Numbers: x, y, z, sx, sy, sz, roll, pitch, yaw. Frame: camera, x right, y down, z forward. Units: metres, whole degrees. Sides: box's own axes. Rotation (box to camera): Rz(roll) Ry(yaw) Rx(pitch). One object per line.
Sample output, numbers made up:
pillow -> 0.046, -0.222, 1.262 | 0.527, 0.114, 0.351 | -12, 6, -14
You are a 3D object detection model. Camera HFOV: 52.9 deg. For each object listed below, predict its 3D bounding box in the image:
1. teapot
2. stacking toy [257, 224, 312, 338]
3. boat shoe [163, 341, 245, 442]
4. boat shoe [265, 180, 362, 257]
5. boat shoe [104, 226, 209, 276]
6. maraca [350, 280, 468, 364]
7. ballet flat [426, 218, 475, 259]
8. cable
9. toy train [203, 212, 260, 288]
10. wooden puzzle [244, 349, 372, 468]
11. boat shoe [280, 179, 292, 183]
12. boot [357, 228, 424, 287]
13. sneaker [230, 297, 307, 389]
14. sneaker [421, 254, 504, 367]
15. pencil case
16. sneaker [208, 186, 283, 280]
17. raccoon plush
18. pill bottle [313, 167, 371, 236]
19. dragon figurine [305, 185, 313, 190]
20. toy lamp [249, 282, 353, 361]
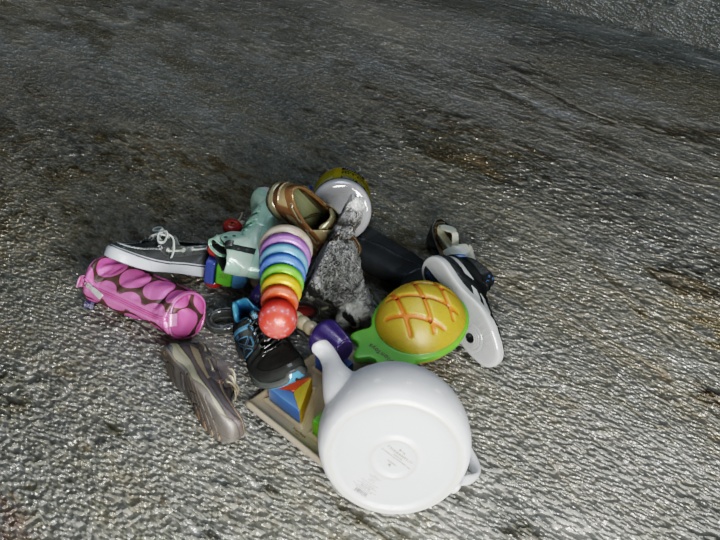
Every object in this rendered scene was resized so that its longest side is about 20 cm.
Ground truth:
teapot -> 0.045, 0.188, 0.893 | 0.195, 0.202, 0.146 | -6, 24, 6
stacking toy -> -0.115, 0.019, 1.040 | 0.084, 0.086, 0.201 | 2, 35, -2
boat shoe -> -0.205, 0.155, 1.002 | 0.073, 0.075, 0.200 | -20, 43, -30
boat shoe -> -0.067, -0.074, 1.188 | 0.074, 0.200, 0.076 | 1, 62, 49
boat shoe -> -0.325, -0.035, 1.185 | 0.073, 0.069, 0.199 | 20, 5, 40
maraca -> 0.075, 0.087, 1.064 | 0.137, 0.108, 0.200 | 30, 49, 31
ballet flat -> 0.166, -0.029, 1.299 | 0.067, 0.069, 0.200 | -7, 37, -17
cable -> -0.146, 0.075, 1.169 | 0.199, 0.051, 0.097 | -24, 59, -16
toy train -> -0.190, -0.039, 1.276 | 0.115, 0.085, 0.201 | 18, 37, 3
wooden puzzle -> -0.032, 0.175, 1.012 | 0.185, 0.047, 0.199 | 29, 42, 32
boat shoe -> -0.131, -0.101, 1.297 | 0.074, 0.062, 0.201 | -16, 48, 9
boot -> 0.041, 0.006, 1.240 | 0.199, 0.066, 0.164 | 33, 36, 31
sneaker -> -0.142, 0.104, 1.034 | 0.073, 0.083, 0.200 | -24, 26, -24
sneaker -> 0.191, 0.052, 1.153 | 0.111, 0.073, 0.201 | -12, 63, -43
pencil case -> -0.344, 0.044, 1.137 | 0.199, 0.092, 0.094 | 17, 2, 22
sneaker -> -0.191, -0.071, 1.193 | 0.117, 0.074, 0.202 | 7, 46, -24
raccoon plush -> 0.000, 0.000, 1.134 | 0.133, 0.201, 0.097 | 26, 23, -9
pill bottle -> -0.036, -0.133, 1.366 | 0.111, 0.114, 0.200 | 2, 17, -2
dragon figurine -> -0.149, -0.111, 1.396 | 0.098, 0.059, 0.201 | 8, 34, 7
toy lamp -> -0.086, 0.075, 1.069 | 0.058, 0.059, 0.199 | -23, 38, -33
